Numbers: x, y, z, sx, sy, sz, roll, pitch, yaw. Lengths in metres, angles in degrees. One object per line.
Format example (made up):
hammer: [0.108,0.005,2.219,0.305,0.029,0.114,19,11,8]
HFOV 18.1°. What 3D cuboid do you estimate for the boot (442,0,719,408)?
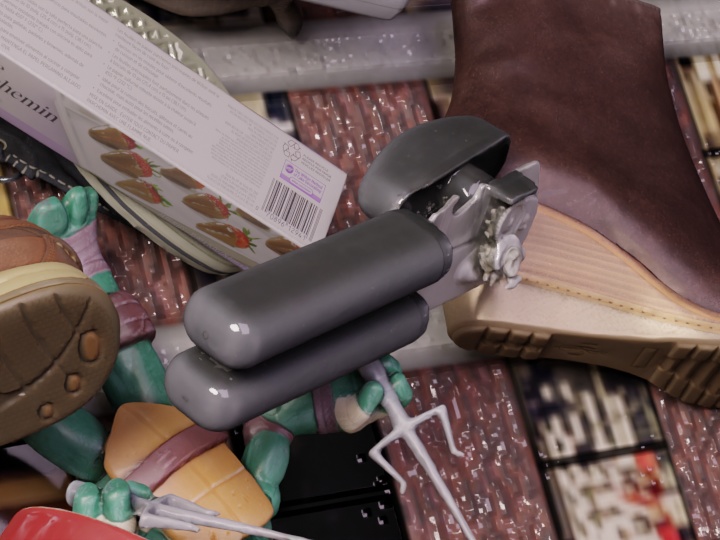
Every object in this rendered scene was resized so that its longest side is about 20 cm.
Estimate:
boot: [0.125,-0.037,0.927,0.199,0.072,0.167,11,66,-14]

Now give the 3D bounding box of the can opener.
can opener: [0.000,0.000,0.796,0.066,0.053,0.200,32,34,22]

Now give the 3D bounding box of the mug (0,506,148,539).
mug: [-0.108,0.173,0.660,0.133,0.178,0.200,17,65,26]

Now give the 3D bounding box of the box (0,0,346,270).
box: [-0.095,-0.064,0.800,0.200,0.039,0.042,32,58,-24]

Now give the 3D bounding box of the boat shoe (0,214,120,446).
boat shoe: [-0.178,0.032,0.704,0.199,0.072,0.068,-17,44,-23]

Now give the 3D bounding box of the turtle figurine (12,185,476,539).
turtle figurine: [-0.064,0.067,0.785,0.200,0.101,0.150,42,36,12]

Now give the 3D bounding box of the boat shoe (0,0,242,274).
boat shoe: [-0.115,-0.068,0.851,0.200,0.062,0.075,38,55,-18]

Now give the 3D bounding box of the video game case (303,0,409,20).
video game case: [-0.081,-0.190,0.875,0.199,0.022,0.183,10,53,-25]

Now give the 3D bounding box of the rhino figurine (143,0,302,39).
rhino figurine: [-0.081,-0.143,0.897,0.199,0.060,0.088,13,59,-19]
